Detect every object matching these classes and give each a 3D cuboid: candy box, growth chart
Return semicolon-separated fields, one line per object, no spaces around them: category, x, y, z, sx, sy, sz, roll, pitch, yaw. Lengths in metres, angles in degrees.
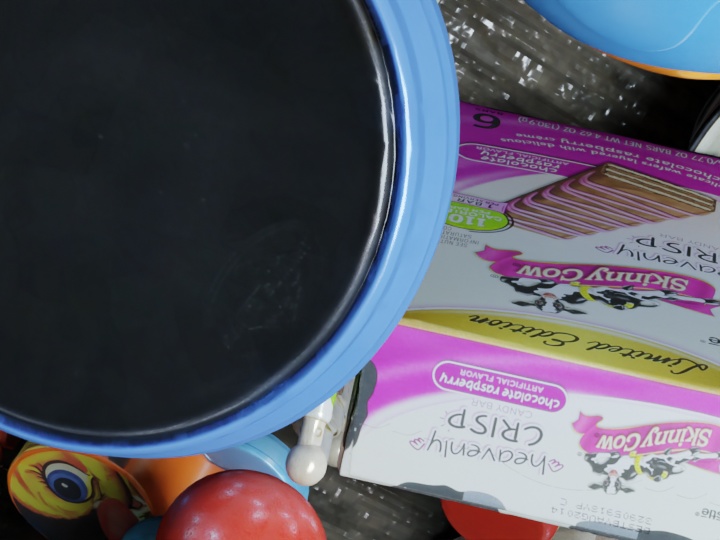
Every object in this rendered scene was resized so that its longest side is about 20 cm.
candy box;0.075;0.014;0.981;0.135;0.200;0.061;12;115;3
growth chart;0.000;0.000;0.982;0.018;0.200;0.146;13;87;3

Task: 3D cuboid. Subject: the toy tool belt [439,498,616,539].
toy tool belt;0.089;0.110;1.141;0.123;0.124;0.201;-58;140;-43

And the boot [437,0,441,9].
boot;-0.064;-0.113;0.968;0.153;0.073;0.204;-33;128;-16

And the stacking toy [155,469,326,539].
stacking toy;-0.066;0.153;0.915;0.085;0.085;0.201;13;112;-33

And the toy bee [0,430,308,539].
toy bee;-0.073;0.076;0.993;0.131;0.108;0.202;-31;119;-58

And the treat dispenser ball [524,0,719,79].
treat dispenser ball;0.122;-0.163;0.973;0.200;0.201;0.202;-12;116;-25

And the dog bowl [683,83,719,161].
dog bowl;0.207;-0.017;1.110;0.198;0.074;0.201;1;116;1

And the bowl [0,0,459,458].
bowl;-0.072;-0.041;0.861;0.199;0.039;0.202;2;100;13
